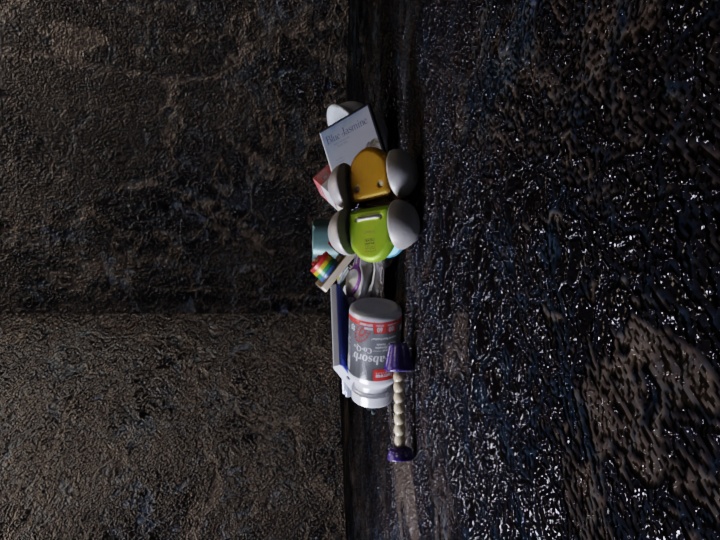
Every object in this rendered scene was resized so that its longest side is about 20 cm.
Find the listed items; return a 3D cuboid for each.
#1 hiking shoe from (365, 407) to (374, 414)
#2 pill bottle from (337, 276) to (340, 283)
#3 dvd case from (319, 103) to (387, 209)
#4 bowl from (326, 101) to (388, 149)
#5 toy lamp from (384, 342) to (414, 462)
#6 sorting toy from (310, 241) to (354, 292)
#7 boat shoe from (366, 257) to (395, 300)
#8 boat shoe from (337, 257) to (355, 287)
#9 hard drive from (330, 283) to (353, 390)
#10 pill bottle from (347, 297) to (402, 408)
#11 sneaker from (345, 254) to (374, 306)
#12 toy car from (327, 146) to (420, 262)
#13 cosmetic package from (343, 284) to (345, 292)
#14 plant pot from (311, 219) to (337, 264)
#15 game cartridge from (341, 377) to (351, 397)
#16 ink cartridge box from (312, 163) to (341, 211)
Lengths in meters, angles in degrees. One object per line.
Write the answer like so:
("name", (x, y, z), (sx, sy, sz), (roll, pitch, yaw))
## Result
("hiking shoe", (0.012, 0.311, 1.543), (0.201, 0.071, 0.090), (-102, 14, -68))
("pill bottle", (-0.013, 0.010, 1.638), (0.200, 0.110, 0.119), (128, 142, -82))
("dvd case", (-0.006, -0.250, 1.228), (0.017, 0.139, 0.207), (1, -111, -63))
("bowl", (0.008, -0.335, 1.347), (0.202, 0.089, 0.203), (49, 162, 21))
("toy lamp", (0.072, 0.237, 0.996), (0.058, 0.056, 0.209), (137, 131, -83))
("sorting toy", (-0.067, -0.048, 1.519), (0.202, 0.069, 0.199), (-51, 9, -4))
("boat shoe", (0.059, -0.002, 1.227), (0.067, 0.056, 0.206), (-41, -33, -47))
("boat shoe", (0.000, 0.000, 1.440), (0.073, 0.070, 0.201), (50, 138, 15))
("hard drive", (-0.035, 0.153, 1.254), (0.133, 0.024, 0.206), (61, -160, -52))
("pill bottle", (0.029, 0.172, 1.149), (0.116, 0.111, 0.208), (-108, 18, -73))
("sneaker", (0.024, -0.006, 1.286), (0.074, 0.097, 0.208), (12, 88, 56))
("toy car", (0.037, -0.113, 1.005), (0.149, 0.170, 0.208), (16, -110, -59))
("cosmetic package", (0.002, 0.082, 1.472), (0.200, 0.098, 0.074), (114, 143, -76))
("plant pot", (-0.071, -0.093, 1.864), (0.200, 0.188, 0.209), (-179, 90, -85))
("game cartridge", (-0.033, 0.214, 1.410), (0.201, 0.039, 0.138), (-95, -1, -71))
("ink cartridge box", (-0.011, -0.189, 1.314), (0.200, 0.116, 0.068), (44, 170, 34))
